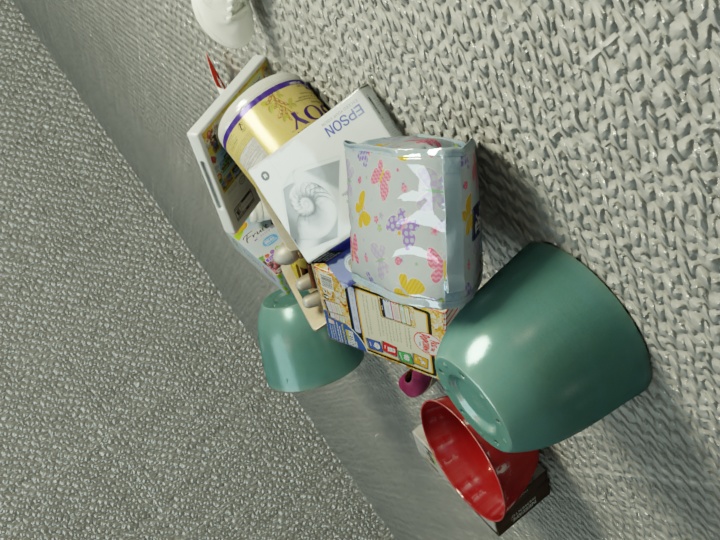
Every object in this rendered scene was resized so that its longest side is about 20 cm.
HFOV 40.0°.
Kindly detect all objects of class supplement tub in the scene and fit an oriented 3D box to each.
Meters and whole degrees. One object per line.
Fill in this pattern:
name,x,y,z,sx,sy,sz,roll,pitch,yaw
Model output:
supplement tub,-0.084,-0.153,1.351,0.200,0.145,0.145,51,165,12

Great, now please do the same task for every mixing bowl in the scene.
mixing bowl,0.189,0.253,1.447,0.200,0.108,0.200,51,158,30

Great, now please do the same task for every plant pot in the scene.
plant pot,-0.110,0.118,1.942,0.201,0.200,0.161,24,134,63
plant pot,0.178,0.096,1.053,0.201,0.161,0.201,50,164,20

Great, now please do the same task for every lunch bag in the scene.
lunch bag,0.066,-0.056,1.058,0.200,0.127,0.170,-154,58,-70

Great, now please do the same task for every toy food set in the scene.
toy food set,-0.103,-0.019,1.458,0.200,0.060,0.144,80,163,-52

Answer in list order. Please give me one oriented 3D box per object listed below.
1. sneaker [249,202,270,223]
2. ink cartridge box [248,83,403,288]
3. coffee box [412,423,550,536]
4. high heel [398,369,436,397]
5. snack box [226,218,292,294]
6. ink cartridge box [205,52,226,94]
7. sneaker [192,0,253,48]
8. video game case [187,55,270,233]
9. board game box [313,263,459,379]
sneaker,-0.164,-0.157,1.754,0.075,0.088,0.200,90,168,-45
ink cartridge box,-0.012,-0.094,1.226,0.200,0.200,0.041,55,-150,-5
coffee box,0.191,0.304,1.574,0.200,0.113,0.080,44,163,38
high heel,0.093,0.155,1.620,0.096,0.067,0.200,47,162,-10
snack box,-0.127,-0.055,1.714,0.200,0.142,0.053,38,158,49
ink cartridge box,-0.187,-0.252,1.645,0.160,0.047,0.200,65,-177,-73
sneaker,-0.174,-0.370,1.287,0.088,0.075,0.200,27,150,37
video game case,-0.170,-0.186,1.458,0.023,0.200,0.182,9,137,26
board game box,0.041,0.061,1.341,0.200,0.046,0.152,20,142,25
